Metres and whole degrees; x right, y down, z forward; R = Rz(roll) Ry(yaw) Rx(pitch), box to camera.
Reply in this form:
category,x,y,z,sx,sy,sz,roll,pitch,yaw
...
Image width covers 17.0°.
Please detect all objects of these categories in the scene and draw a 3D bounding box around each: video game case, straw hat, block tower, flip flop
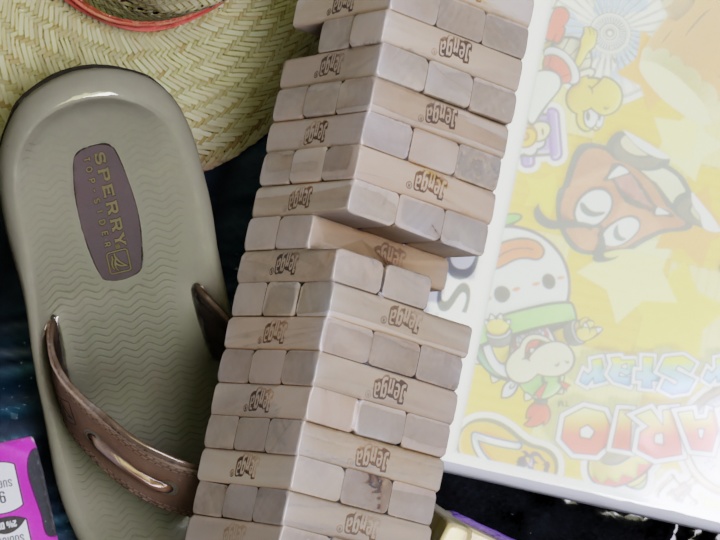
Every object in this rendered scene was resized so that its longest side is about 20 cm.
category,x,y,z,sx,sy,sz,roll,pitch,yaw
video game case,0.118,-0.010,0.751,0.199,0.023,0.183,12,84,2
straw hat,-0.056,-0.123,0.735,0.200,0.085,0.202,-3,96,-29
block tower,0.000,0.000,0.716,0.054,0.058,0.201,17,79,-33
flip flop,-0.059,0.034,0.743,0.081,0.058,0.201,-18,116,-13

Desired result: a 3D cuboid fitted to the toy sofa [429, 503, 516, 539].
category,x,y,z,sx,sy,sz,roll,pitch,yaw
toy sofa,0.084,0.147,0.765,0.199,0.098,0.083,26,89,-10

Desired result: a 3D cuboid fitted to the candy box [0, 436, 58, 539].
category,x,y,z,sx,sy,sz,roll,pitch,yaw
candy box,-0.141,0.162,0.706,0.136,0.061,0.201,-11,71,-13

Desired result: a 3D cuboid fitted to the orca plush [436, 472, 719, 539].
category,x,y,z,sx,sy,sz,roll,pitch,yaw
orca plush,0.090,0.087,0.788,0.200,0.071,0.105,38,79,-8
